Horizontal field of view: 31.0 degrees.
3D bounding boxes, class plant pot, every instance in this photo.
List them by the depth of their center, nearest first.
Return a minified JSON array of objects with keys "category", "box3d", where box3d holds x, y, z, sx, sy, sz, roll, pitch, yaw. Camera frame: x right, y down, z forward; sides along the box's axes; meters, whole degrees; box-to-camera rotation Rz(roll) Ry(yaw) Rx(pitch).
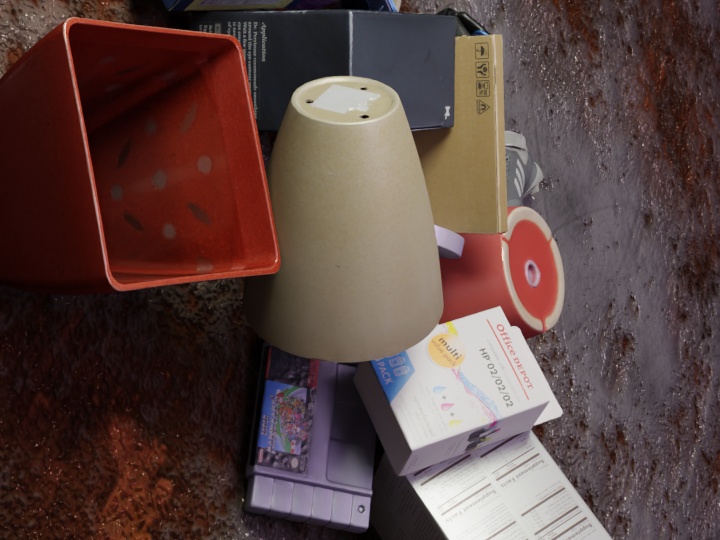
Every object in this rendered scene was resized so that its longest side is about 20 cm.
[{"category":"plant pot","box3d":[-0.207,-0.075,1.060,0.199,0.174,0.203,-7,85,-54]},{"category":"plant pot","box3d":[-0.015,-0.058,1.132,0.187,0.185,0.203,-47,145,-49]},{"category":"plant pot","box3d":[0.127,0.014,1.498,0.199,0.175,0.204,20,64,-50]}]

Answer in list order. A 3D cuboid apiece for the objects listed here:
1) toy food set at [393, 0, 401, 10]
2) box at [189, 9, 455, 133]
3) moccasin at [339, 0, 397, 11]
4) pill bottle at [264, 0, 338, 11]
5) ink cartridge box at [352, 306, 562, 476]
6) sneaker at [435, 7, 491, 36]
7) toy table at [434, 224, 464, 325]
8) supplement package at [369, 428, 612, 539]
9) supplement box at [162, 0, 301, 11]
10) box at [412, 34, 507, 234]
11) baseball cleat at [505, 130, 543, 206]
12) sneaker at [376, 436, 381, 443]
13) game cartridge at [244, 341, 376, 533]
[{"category":"toy food set","box3d":[-0.009,-0.416,1.539,0.200,0.060,0.145,41,49,-41]},{"category":"box","box3d":[-0.035,-0.199,1.297,0.196,0.198,0.120,-13,107,-55]},{"category":"moccasin","box3d":[0.012,-0.262,1.503,0.068,0.080,0.202,-31,111,-19]},{"category":"pill bottle","box3d":[-0.022,-0.349,1.379,0.111,0.198,0.113,22,62,-49]},{"category":"ink cartridge box","box3d":[0.106,0.112,1.292,0.197,0.068,0.116,-16,64,-22]},{"category":"sneaker","box3d":[0.135,-0.227,1.606,0.073,0.111,0.202,-32,93,-54]},{"category":"toy table","box3d":[0.000,0.000,1.339,0.184,0.197,0.119,57,45,-81]},{"category":"supplement package","box3d":[0.125,0.260,1.335,0.149,0.153,0.201,-26,66,-25]},{"category":"supplement box","box3d":[-0.127,-0.372,1.253,0.199,0.134,0.202,-18,76,-55]},{"category":"box","box3d":[0.078,-0.142,1.363,0.021,0.162,0.204,-15,105,-52]},{"category":"baseball cleat","box3d":[0.183,-0.122,1.725,0.108,0.069,0.200,63,28,-9]},{"category":"sneaker","box3d":[0.030,0.141,1.435,0.200,0.078,0.091,40,30,-45]},{"category":"game cartridge","box3d":[-0.044,0.149,1.292,0.128,0.038,0.203,15,64,-21]}]
